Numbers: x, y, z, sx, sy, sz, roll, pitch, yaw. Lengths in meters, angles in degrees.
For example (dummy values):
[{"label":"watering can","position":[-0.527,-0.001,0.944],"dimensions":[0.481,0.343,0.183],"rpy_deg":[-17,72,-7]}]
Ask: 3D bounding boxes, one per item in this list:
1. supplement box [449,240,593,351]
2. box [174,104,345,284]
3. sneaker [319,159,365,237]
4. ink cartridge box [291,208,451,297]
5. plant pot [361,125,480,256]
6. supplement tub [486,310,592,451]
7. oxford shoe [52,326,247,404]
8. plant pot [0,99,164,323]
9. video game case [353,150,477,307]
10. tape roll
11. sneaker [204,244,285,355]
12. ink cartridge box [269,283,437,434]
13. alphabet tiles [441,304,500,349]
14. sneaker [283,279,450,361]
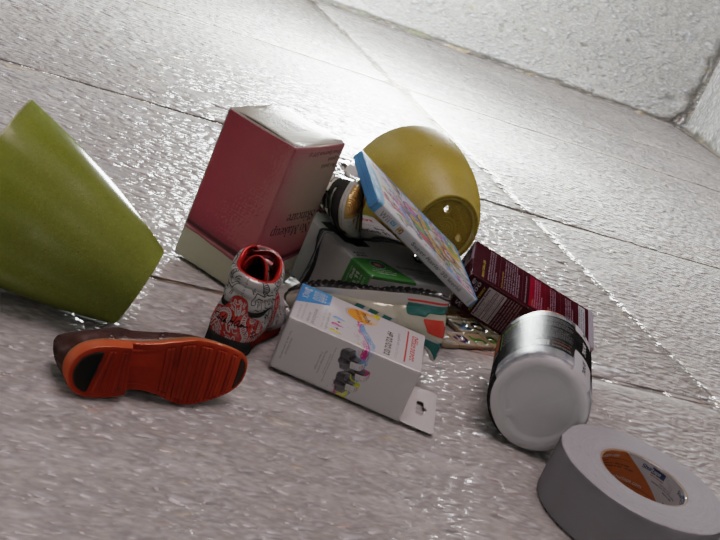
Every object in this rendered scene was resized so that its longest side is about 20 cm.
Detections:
[{"label":"supplement box","position":[0.222,0.052,1.875],"dimensions":[0.199,0.061,0.109],"rpy_deg":[32,26,-6]},{"label":"box","position":[-0.123,-0.091,1.678],"dimensions":[0.109,0.201,0.128],"rpy_deg":[31,21,21]},{"label":"sneaker","position":[-0.036,-0.094,1.766],"dimensions":[0.087,0.076,0.200],"rpy_deg":[6,16,0]},{"label":"ink cartridge box","position":[0.000,0.000,1.768],"dimensions":[0.146,0.084,0.200],"rpy_deg":[8,24,-40]},{"label":"plant pot","position":[0.089,-0.085,1.904],"dimensions":[0.199,0.201,0.142],"rpy_deg":[14,17,-28]},{"label":"supplement tub","position":[0.218,0.124,1.644],"dimensions":[0.122,0.123,0.200],"rpy_deg":[25,20,1]},{"label":"oxford shoe","position":[-0.203,0.082,1.334],"dimensions":[0.199,0.072,0.072],"rpy_deg":[9,19,-37]},{"label":"plant pot","position":[-0.309,-0.039,1.401],"dimensions":[0.199,0.187,0.187],"rpy_deg":[36,17,-12]},{"label":"video game case","position":[0.069,-0.054,1.735],"dimensions":[0.200,0.018,0.143],"rpy_deg":[44,16,-27]},{"label":"tape roll","position":[0.296,0.251,1.492],"dimensions":[0.199,0.067,0.201],"rpy_deg":[22,20,-8]},{"label":"sneaker","position":[-0.111,0.020,1.544],"dimensions":[0.067,0.109,0.201],"rpy_deg":[26,19,5]},{"label":"ink cartridge box","position":[0.006,0.098,1.541],"dimensions":[0.199,0.068,0.115],"rpy_deg":[24,19,-3]},{"label":"alphabet tiles","position":[0.109,0.052,1.881],"dimensions":[0.166,0.008,0.200],"rpy_deg":[5,27,-43]},{"label":"sneaker","position":[0.005,0.063,1.617],"dimensions":[0.198,0.094,0.070],"rpy_deg":[5,4,4]}]
